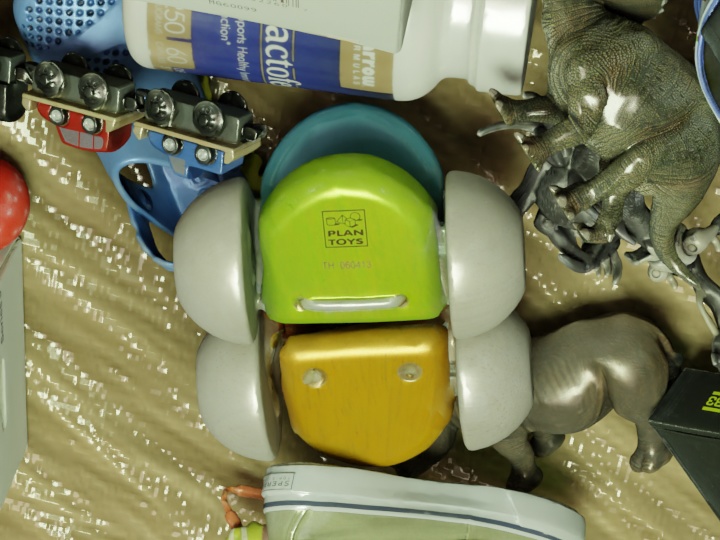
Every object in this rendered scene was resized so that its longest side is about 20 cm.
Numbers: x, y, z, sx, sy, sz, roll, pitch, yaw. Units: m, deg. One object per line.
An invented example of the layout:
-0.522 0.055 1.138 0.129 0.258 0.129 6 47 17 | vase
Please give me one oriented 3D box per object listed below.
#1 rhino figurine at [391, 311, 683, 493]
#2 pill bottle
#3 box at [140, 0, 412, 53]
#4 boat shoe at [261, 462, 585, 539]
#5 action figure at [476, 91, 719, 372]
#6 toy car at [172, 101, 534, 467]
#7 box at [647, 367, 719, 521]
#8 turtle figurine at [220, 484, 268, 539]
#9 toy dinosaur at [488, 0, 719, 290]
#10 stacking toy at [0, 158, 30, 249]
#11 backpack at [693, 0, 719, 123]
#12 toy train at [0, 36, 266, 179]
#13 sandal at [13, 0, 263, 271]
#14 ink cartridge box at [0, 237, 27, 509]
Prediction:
0.086 0.073 1.493 0.199 0.060 0.088 -12 120 17 | rhino figurine
-0.011 -0.146 1.356 0.199 0.116 0.116 7 120 6 | pill bottle
-0.032 -0.223 1.262 0.151 0.201 0.106 13 164 3 | box
0.032 0.145 1.466 0.199 0.062 0.072 10 169 -29 | boat shoe
0.150 -0.036 1.400 0.200 0.102 0.119 40 121 -15 | action figure
0.000 0.000 1.409 0.174 0.150 0.201 -2 135 6 | toy car
0.272 0.140 1.428 0.193 0.048 0.200 6 141 49 | box
0.017 0.179 1.510 0.199 0.162 0.065 16 131 -10 | turtle figurine
0.128 -0.070 1.290 0.102 0.077 0.200 -34 107 5 | toy dinosaur
-0.265 -0.076 1.466 0.199 0.086 0.085 30 119 -15 | stacking toy
0.252 -0.107 1.278 0.200 0.154 0.190 -40 115 20 | backpack
-0.137 -0.082 1.378 0.199 0.034 0.046 15 112 24 | toy train
-0.112 -0.075 1.431 0.079 0.087 0.200 -30 108 25 | sandal
-0.290 0.052 1.530 0.199 0.084 0.147 6 119 6 | ink cartridge box
